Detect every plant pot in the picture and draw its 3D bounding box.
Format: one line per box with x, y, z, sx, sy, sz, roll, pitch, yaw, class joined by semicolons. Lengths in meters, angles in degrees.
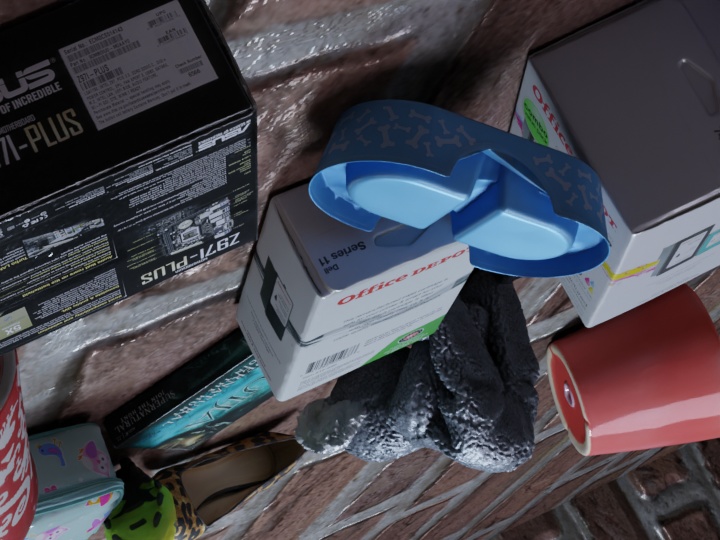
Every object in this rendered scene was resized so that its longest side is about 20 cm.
0.330;0.130;1.909;0.176;0.202;0.201;-16;162;-6;plant pot

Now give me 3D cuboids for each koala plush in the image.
0.047;0.116;1.439;0.199;0.185;0.177;-25;167;32;koala plush

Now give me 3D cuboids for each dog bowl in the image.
0.066;-0.051;0.994;0.199;0.050;0.111;18;157;-19;dog bowl

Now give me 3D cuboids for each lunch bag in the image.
-0.293;0.206;1.275;0.160;0.077;0.200;-14;157;-42;lunch bag

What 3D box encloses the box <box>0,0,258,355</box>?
-0.154;-0.039;0.764;0.199;0.086;0.164;-25;163;-11;box

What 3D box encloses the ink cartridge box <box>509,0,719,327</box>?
0.202;-0.079;1.123;0.145;0.147;0.200;-25;162;-9;ink cartridge box

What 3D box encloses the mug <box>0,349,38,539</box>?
-0.275;0.106;0.929;0.177;0.134;0.200;-23;159;-23;mug

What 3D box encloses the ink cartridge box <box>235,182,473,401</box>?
0.000;0.000;1.135;0.146;0.083;0.200;-22;162;-21;ink cartridge box

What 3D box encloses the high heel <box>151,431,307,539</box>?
-0.125;0.201;1.523;0.142;0.072;0.200;-24;-178;7;high heel

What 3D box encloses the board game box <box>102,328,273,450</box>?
-0.102;0.089;1.330;0.199;0.028;0.135;-34;162;16;board game box

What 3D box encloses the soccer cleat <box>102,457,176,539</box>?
-0.185;0.221;1.359;0.064;0.084;0.200;-28;-165;-11;soccer cleat

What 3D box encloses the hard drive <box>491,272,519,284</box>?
0.216;-0.060;1.400;0.199;0.033;0.140;-23;163;-19;hard drive
